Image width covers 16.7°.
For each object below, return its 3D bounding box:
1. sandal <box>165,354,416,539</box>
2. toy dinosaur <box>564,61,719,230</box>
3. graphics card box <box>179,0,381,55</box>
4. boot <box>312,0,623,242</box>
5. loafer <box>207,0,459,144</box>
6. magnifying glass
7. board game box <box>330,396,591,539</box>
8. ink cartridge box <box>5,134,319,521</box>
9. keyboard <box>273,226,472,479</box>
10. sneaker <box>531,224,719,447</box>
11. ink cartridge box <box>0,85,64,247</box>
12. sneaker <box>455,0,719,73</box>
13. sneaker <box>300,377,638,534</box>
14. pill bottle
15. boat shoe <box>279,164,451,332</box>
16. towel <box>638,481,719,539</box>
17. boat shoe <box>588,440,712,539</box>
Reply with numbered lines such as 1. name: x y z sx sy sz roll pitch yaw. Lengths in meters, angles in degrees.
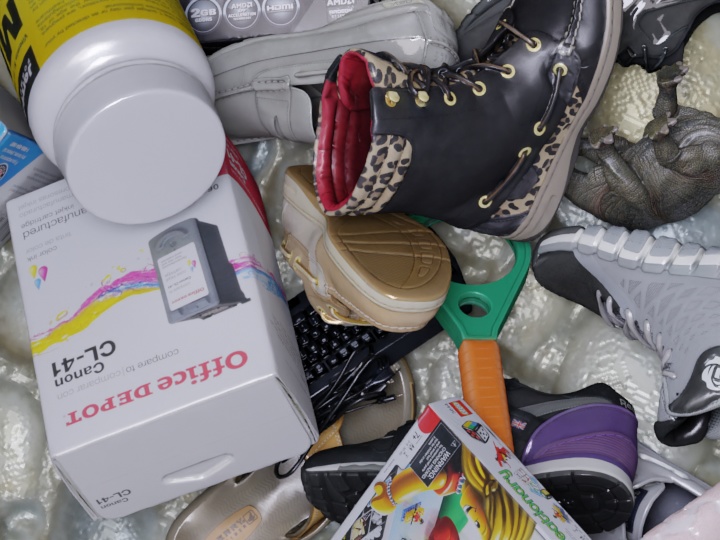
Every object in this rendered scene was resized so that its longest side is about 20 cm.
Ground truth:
1. sandal: -0.043 0.125 1.506 0.200 0.054 0.080 -43 81 4
2. toy dinosaur: 0.174 -0.059 1.468 0.200 0.077 0.102 -25 125 21
3. graphics card box: -0.055 -0.239 1.535 0.125 0.051 0.200 -3 87 8
4. boot: 0.061 -0.111 1.406 0.073 0.150 0.200 45 125 48
5. loafer: -0.034 -0.107 1.494 0.200 0.070 0.070 -17 57 26
6. magnifying glass: 0.067 0.031 1.453 0.080 0.022 0.200 2 46 -8
7. board game box: 0.037 0.186 1.384 0.126 0.035 0.200 47 121 23
8. ink cartridge box: -0.120 0.028 1.468 0.148 0.086 0.200 -21 51 6
9. keyboard: -0.024 0.048 1.485 0.200 0.040 0.104 -34 57 -3
10. sneaker: 0.171 0.042 1.428 0.200 0.075 0.116 8 73 40
11. ink cartridge box: -0.308 -0.050 1.515 0.145 0.147 0.200 44 93 10
12. sneaker: 0.152 -0.155 1.487 0.200 0.076 0.091 -20 90 10
13. sneaker: 0.066 0.108 1.451 0.200 0.076 0.088 -2 48 15
14. pill bottle: -0.152 -0.124 1.464 0.114 0.114 0.200 -33 43 6
15. boat shoe: 0.000 0.000 1.453 0.074 0.200 0.069 4 111 -18
16. towel: 0.189 0.207 1.378 0.200 0.191 0.032 -34 42 -15
17. boat shoe: 0.166 0.138 1.464 0.200 0.065 0.074 20 90 10
